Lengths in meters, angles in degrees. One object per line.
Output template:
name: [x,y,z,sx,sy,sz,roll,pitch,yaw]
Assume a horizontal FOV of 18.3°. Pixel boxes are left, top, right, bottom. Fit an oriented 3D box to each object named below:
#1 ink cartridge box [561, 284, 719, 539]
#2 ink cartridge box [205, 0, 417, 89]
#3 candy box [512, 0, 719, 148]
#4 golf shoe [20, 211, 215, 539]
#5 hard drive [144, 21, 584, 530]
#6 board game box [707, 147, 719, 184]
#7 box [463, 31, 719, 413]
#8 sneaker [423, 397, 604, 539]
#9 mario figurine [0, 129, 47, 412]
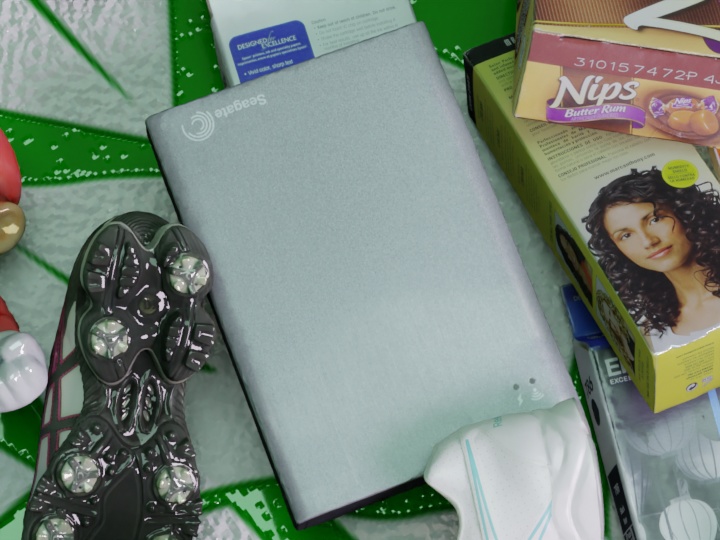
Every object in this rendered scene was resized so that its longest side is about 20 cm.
ink cartridge box: [0.164,0.085,1.031,0.099,0.039,0.201,-13,72,-6]
ink cartridge box: [-0.007,-0.064,1.081,0.099,0.039,0.201,-15,74,-6]
candy box: [0.135,-0.146,1.061,0.116,0.057,0.200,9,43,-1]
golf shoe: [-0.111,0.073,1.017,0.077,0.088,0.201,12,93,-19]
hard drive: [0.000,0.000,1.023,0.139,0.033,0.201,-20,78,-8]
board game box: [0.281,0.010,1.046,0.199,0.026,0.201,-9,71,-23]
box: [0.121,-0.033,1.037,0.075,0.050,0.200,-22,53,-10]
sneaker: [0.075,0.159,0.980,0.080,0.070,0.201,-9,91,2]
mario figurine: [-0.209,0.011,1.008,0.123,0.106,0.201,14,76,-30]
